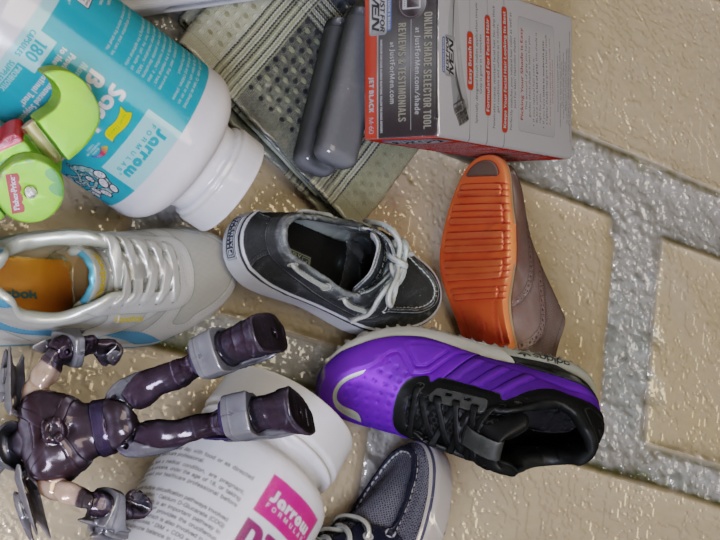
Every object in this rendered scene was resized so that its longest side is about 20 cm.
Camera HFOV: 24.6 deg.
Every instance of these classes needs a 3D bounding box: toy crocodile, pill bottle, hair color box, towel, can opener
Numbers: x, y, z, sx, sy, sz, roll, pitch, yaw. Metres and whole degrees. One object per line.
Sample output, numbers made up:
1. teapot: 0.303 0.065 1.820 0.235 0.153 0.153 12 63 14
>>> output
1. toy crocodile: -0.232 -0.041 0.959 0.200 0.068 0.062 -36 114 5
2. pill bottle: -0.092 0.165 1.021 0.113 0.113 0.200 41 61 -19
3. pill bottle: -0.159 -0.108 1.038 0.200 0.111 0.111 35 63 -21
4. hair color box: 0.081 -0.139 1.176 0.200 0.064 0.111 3 87 -58
5. towel: -0.024 -0.154 1.188 0.193 0.035 0.200 48 57 -19
6. can opener: 0.009 -0.155 1.158 0.067 0.053 0.200 24 69 -29

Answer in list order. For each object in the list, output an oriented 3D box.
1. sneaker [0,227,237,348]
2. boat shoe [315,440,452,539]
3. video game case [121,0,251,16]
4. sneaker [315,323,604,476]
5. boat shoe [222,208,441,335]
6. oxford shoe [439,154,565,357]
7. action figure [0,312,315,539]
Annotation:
1. sneaker: -0.158 0.009 1.033 0.200 0.081 0.077 -9 83 -35
2. boat shoe: -0.011 0.189 1.091 0.093 0.075 0.200 35 63 -29
3. video game case: -0.124 -0.274 1.128 0.182 0.022 0.200 -14 80 -30
4. sneaker: 0.071 0.094 1.110 0.200 0.100 0.070 6 116 -7
5. boat shoe: 0.000 -0.003 1.123 0.199 0.068 0.074 25 65 -43
6. oxford shoe: 0.108 0.015 1.208 0.073 0.071 0.200 -7 98 -39
7. action figure: -0.134 0.088 0.960 0.200 0.069 0.130 -15 85 11
